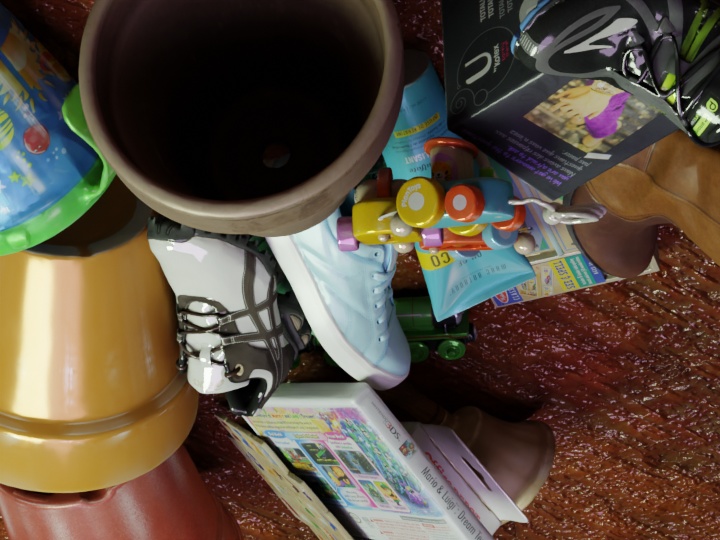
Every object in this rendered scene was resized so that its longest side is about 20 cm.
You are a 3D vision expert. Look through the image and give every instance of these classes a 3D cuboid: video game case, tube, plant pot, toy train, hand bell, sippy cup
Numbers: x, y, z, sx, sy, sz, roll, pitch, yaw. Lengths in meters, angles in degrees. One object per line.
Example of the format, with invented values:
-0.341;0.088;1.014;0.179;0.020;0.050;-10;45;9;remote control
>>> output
0.004;0.156;1.549;0.182;0.024;0.200;52;156;-17;video game case
0.055;-0.056;1.405;0.077;0.051;0.201;-21;124;5;tube
-0.063;-0.100;1.296;0.199;0.201;0.175;-4;161;6;plant pot
-0.210;0.193;1.687;0.199;0.201;0.196;-6;135;8;plant pot
0.067;-0.045;1.300;0.149;0.056;0.200;-1;173;-19;toy train
0.055;0.114;1.673;0.200;0.104;0.104;39;130;-24;hand bell
-0.210;0.023;1.460;0.199;0.201;0.184;4;128;-4;plant pot
-0.009;0.044;1.599;0.199;0.042;0.057;-4;133;6;toy train
-0.241;-0.101;1.332;0.177;0.140;0.131;-22;129;12;sippy cup

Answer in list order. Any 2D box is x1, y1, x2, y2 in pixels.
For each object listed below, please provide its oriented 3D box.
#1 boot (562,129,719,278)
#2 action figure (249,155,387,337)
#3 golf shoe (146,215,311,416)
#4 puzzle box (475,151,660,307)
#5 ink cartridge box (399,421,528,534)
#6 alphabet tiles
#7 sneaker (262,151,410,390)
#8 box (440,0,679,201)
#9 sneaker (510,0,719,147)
0.222;-0.029;1.348;0.068;0.200;0.189;-27;134;-26;boot
-0.024;-0.022;1.493;0.118;0.055;0.200;28;132;-14;action figure
-0.095;0.035;1.425;0.077;0.095;0.200;9;156;30;golf shoe
0.127;-0.049;1.480;0.132;0.026;0.200;-13;142;18;puzzle box
0.033;0.185;1.663;0.117;0.067;0.200;50;155;-18;ink cartridge box
-0.050;0.188;1.679;0.167;0.006;0.200;51;169;-18;alphabet tiles
0.000;0.000;1.427;0.082;0.074;0.200;-18;124;23;sneaker
0.156;-0.152;1.257;0.200;0.123;0.106;-29;136;34;box
0.182;-0.115;1.134;0.198;0.083;0.071;10;141;-14;sneaker
